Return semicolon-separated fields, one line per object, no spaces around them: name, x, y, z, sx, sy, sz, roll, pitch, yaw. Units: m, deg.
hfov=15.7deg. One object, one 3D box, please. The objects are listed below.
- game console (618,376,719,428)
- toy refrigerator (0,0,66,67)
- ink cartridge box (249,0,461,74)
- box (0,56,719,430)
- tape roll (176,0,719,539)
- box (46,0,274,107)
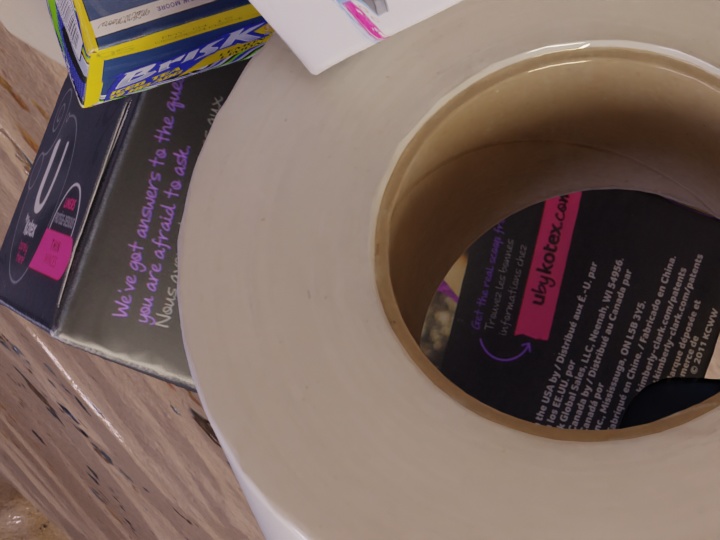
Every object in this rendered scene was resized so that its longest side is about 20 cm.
game console;0.107;0.100;0.662;0.200;0.171;0.118;1;163;42
toy refrigerator;-0.073;-0.107;0.980;0.200;0.076;0.070;33;161;47
ink cartridge box;0.023;-0.111;0.589;0.068;0.115;0.200;49;167;-8
box;0.000;0.000;0.816;0.200;0.106;0.122;21;178;-17
tape roll;0.060;0.007;0.639;0.202;0.202;0.071;40;165;24
box;-0.075;-0.152;0.711;0.064;0.070;0.200;130;121;-78
